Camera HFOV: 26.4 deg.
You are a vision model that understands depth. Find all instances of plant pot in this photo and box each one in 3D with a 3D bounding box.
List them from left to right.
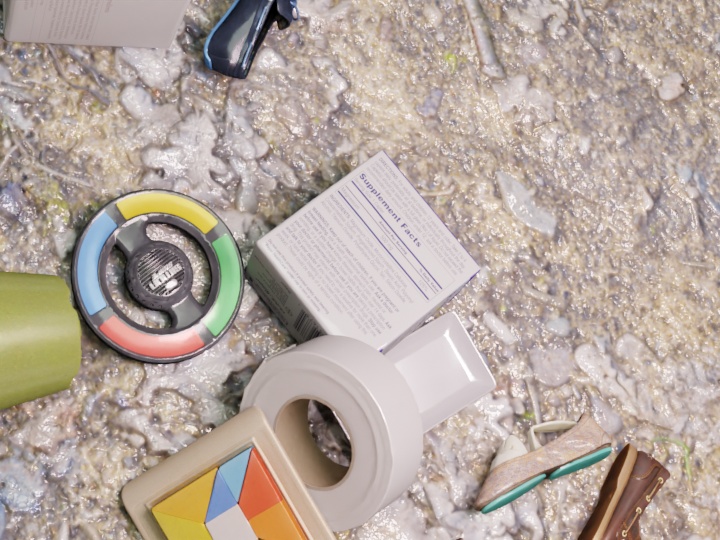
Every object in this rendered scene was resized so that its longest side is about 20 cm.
[{"bbox_3d":[-0.397,0.073,1.589,0.188,0.200,0.203,-7,77,-33],"label":"plant pot"}]

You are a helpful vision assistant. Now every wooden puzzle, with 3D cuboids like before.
[{"bbox_3d":[-0.139,0.275,1.640,0.184,0.037,0.202,-31,83,7],"label":"wooden puzzle"}]

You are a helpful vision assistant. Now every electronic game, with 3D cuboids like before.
[{"bbox_3d":[-0.226,0.006,1.726,0.197,0.042,0.203,5,73,-17],"label":"electronic game"}]

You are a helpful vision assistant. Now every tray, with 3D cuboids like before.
[{"bbox_3d":[0.056,0.138,1.792,0.199,0.022,0.108,-29,85,-23],"label":"tray"}]

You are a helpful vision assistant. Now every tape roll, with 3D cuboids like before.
[{"bbox_3d":[-0.034,0.175,1.655,0.071,0.202,0.204,-24,82,-55],"label":"tape roll"}]

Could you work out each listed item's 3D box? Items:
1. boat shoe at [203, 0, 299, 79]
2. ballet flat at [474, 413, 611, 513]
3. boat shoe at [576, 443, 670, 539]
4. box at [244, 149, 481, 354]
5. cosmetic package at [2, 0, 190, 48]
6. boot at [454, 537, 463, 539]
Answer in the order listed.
[{"bbox_3d":[-0.108,-0.309,1.837,0.068,0.084,0.201,31,81,13],"label":"boat shoe"},{"bbox_3d":[0.202,0.220,1.793,0.198,0.068,0.068,-19,69,-29],"label":"ballet flat"},{"bbox_3d":[0.303,0.301,1.801,0.070,0.070,0.201,34,68,-2],"label":"boat shoe"},{"bbox_3d":[0.000,0.000,1.757,0.199,0.105,0.184,-37,82,-23],"label":"box"},{"bbox_3d":[-0.300,-0.361,1.736,0.197,0.166,0.170,1,75,-17],"label":"cosmetic package"},{"bbox_3d":[0.152,0.377,1.728,0.198,0.072,0.168,-24,87,-18],"label":"boot"}]
